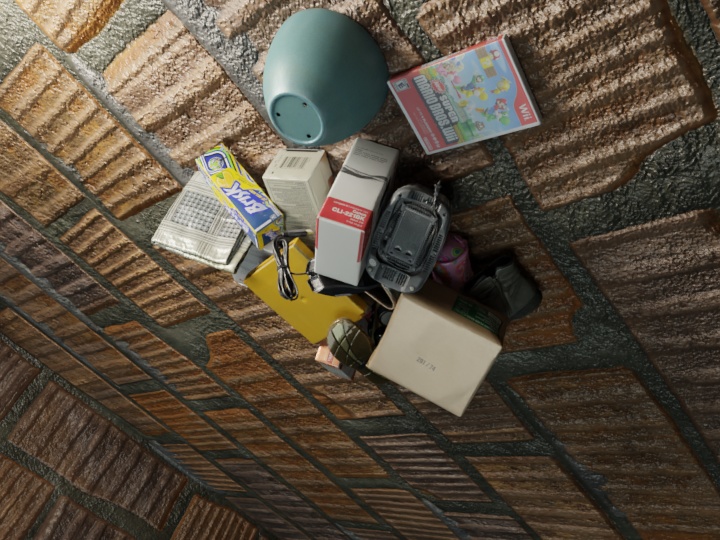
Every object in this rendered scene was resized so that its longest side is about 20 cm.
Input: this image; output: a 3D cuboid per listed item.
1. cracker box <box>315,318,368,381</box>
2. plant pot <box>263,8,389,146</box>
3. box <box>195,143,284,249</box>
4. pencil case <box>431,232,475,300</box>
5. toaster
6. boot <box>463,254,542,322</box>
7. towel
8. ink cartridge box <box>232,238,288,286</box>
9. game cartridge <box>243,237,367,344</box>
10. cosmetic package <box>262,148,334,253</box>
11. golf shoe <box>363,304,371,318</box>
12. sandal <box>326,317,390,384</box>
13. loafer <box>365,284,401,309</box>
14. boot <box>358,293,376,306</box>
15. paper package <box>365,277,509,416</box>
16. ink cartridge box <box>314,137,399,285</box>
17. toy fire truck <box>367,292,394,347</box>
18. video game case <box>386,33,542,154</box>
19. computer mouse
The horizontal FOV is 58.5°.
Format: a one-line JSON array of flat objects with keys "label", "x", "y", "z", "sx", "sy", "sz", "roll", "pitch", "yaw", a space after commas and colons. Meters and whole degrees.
[{"label": "cracker box", "x": -0.034, "y": 0.159, "z": 1.421, "sx": 0.057, "sy": 0.136, "sz": 0.200, "roll": 16, "pitch": 166, "yaw": 14}, {"label": "plant pot", "x": -0.070, "y": -0.269, "z": 0.980, "sx": 0.197, "sy": 0.136, "sz": 0.202, "roll": 16, "pitch": 143, "yaw": 13}, {"label": "box", "x": -0.226, "y": -0.140, "z": 1.213, "sx": 0.200, "sy": 0.064, "sz": 0.070, "roll": 48, "pitch": 162, "yaw": 17}, {"label": "pencil case", "x": 0.183, "y": 0.023, "z": 1.224, "sx": 0.086, "sy": 0.088, "sz": 0.201, "roll": 4, "pitch": 139, "yaw": 28}, {"label": "toaster", "x": 0.088, "y": -0.069, "z": 1.088, "sx": 0.112, "sy": 0.129, "sz": 0.203, "roll": 22, "pitch": 107, "yaw": 3}, {"label": "boot", "x": 0.229, "y": 0.063, "z": 1.193, "sx": 0.200, "sy": 0.068, "sz": 0.130, "roll": -44, "pitch": 119, "yaw": 15}, {"label": "towel", "x": -0.287, "y": -0.102, "z": 1.270, "sx": 0.197, "sy": 0.194, "sz": 0.035, "roll": 18, "pitch": 150, "yaw": 12}, {"label": "ink cartridge box", "x": -0.208, "y": -0.035, "z": 1.368, "sx": 0.144, "sy": 0.087, "sz": 0.201, "roll": 18, "pitch": 154, "yaw": 11}, {"label": "game cartridge", "x": -0.105, "y": 0.045, "z": 1.241, "sx": 0.200, "sy": 0.033, "sz": 0.175, "roll": 43, "pitch": 133, "yaw": -19}, {"label": "cosmetic package", "x": -0.097, "y": -0.122, "z": 1.214, "sx": 0.102, "sy": 0.088, "sz": 0.202, "roll": 6, "pitch": 138, "yaw": 22}, {"label": "golf shoe", "x": -0.058, "y": 0.029, "z": 1.296, "sx": 0.198, "sy": 0.093, "sz": 0.075, "roll": 26, "pitch": 177, "yaw": -6}, {"label": "sandal", "x": 0.001, "y": 0.155, "z": 1.267, "sx": 0.080, "sy": 0.054, "sz": 0.200, "roll": -35, "pitch": 126, "yaw": 15}, {"label": "loafer", "x": 0.000, "y": 0.000, "z": 1.195, "sx": 0.199, "sy": 0.063, "sz": 0.072, "roll": 33, "pitch": 137, "yaw": -19}, {"label": "boot", "x": 0.007, "y": 0.033, "z": 1.363, "sx": 0.198, "sy": 0.074, "sz": 0.076, "roll": 29, "pitch": 132, "yaw": -16}, {"label": "paper package", "x": 0.139, "y": 0.131, "z": 1.161, "sx": 0.198, "sy": 0.104, "sz": 0.192, "roll": 27, "pitch": 124, "yaw": 7}, {"label": "ink cartridge box", "x": -0.006, "y": -0.102, "z": 1.090, "sx": 0.082, "sy": 0.202, "sz": 0.145, "roll": 17, "pitch": 143, "yaw": 7}, {"label": "toy fire truck", "x": 0.123, "y": 0.117, "z": 1.315, "sx": 0.196, "sy": 0.130, "sz": 0.178, "roll": 0, "pitch": 129, "yaw": -9}, {"label": "video game case", "x": 0.153, "y": -0.254, "z": 0.958, "sx": 0.198, "sy": 0.018, "sz": 0.144, "roll": -8, "pitch": 131, "yaw": 38}, {"label": "computer mouse", "x": -0.063, "y": -0.011, "z": 1.137, "sx": 0.197, "sy": 0.142, "sz": 0.046, "roll": -8, "pitch": 151, "yaw": -22}]
